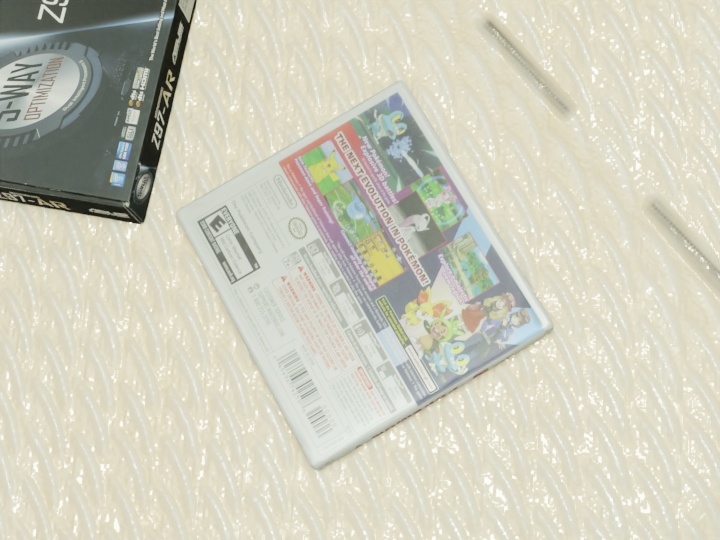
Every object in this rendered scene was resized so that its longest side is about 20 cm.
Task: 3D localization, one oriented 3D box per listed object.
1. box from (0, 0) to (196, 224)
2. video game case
[{"bbox_3d":[-0.208,-0.145,0.908,0.159,0.044,0.202,10,78,8],"label":"box"},{"bbox_3d":[0.000,0.000,0.861,0.181,0.023,0.201,-30,74,-1],"label":"video game case"}]
